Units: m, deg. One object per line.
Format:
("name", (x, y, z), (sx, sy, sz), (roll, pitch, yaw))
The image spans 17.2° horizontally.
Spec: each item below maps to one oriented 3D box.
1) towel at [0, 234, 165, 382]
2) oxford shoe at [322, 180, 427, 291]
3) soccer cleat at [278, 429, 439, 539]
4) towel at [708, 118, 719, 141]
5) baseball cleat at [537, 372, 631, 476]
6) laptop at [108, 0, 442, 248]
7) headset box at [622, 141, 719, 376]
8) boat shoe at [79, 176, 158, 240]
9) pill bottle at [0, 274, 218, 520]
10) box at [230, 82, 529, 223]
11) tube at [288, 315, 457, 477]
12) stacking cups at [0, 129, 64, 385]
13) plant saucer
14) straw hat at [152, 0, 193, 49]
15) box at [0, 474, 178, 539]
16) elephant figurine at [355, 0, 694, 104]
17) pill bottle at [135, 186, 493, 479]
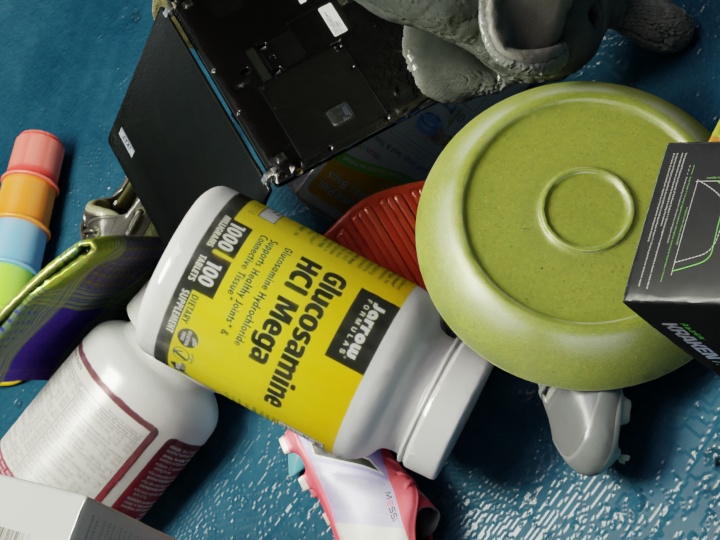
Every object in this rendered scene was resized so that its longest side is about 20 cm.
("towel", (-0.182, 0.029, 1.630), (0.144, 0.200, 0.023), (-43, 73, 14))
("oxford shoe", (0.000, 0.000, 1.532), (0.199, 0.073, 0.072), (-27, 83, -1))
("soccer cleat", (0.006, 0.136, 1.458), (0.076, 0.067, 0.201), (-26, 55, 6))
("towel", (0.246, -0.083, 1.344), (0.086, 0.018, 0.201), (24, 78, 14))
("baseball cleat", (0.098, 0.032, 1.399), (0.201, 0.106, 0.070), (-96, 27, -42))
("laptop", (-0.057, -0.100, 1.539), (0.199, 0.104, 0.178), (-28, 56, -6))
("headset box", (0.266, 0.011, 1.191), (0.199, 0.174, 0.094), (2, 67, 44))
("boat shoe", (-0.173, -0.031, 1.731), (0.201, 0.066, 0.072), (-53, 24, 2))
("pill bottle", (-0.166, 0.105, 1.618), (0.200, 0.109, 0.110), (-50, 41, 10))
("box", (0.026, -0.131, 1.571), (0.200, 0.101, 0.113), (-51, 42, 9))
("tube", (0.019, 0.061, 1.511), (0.199, 0.050, 0.078), (-29, 48, 37))
("stacking cups", (-0.266, -0.015, 1.829), (0.060, 0.060, 0.202), (-12, 58, 40))
("plant saucer", (0.130, -0.029, 1.372), (0.198, 0.031, 0.202), (-1, 64, 2))
("straw hat", (-0.037, -0.192, 1.631), (0.201, 0.201, 0.085), (-46, 62, 15))
("box", (-0.150, 0.208, 1.470), (0.124, 0.199, 0.098), (6, 71, 47))
("elephant figurine", (0.086, -0.160, 1.419), (0.155, 0.200, 0.142), (-38, 9, 14))
("pill bottle", (-0.025, 0.041, 1.420), (0.199, 0.112, 0.113), (27, 85, 6))
